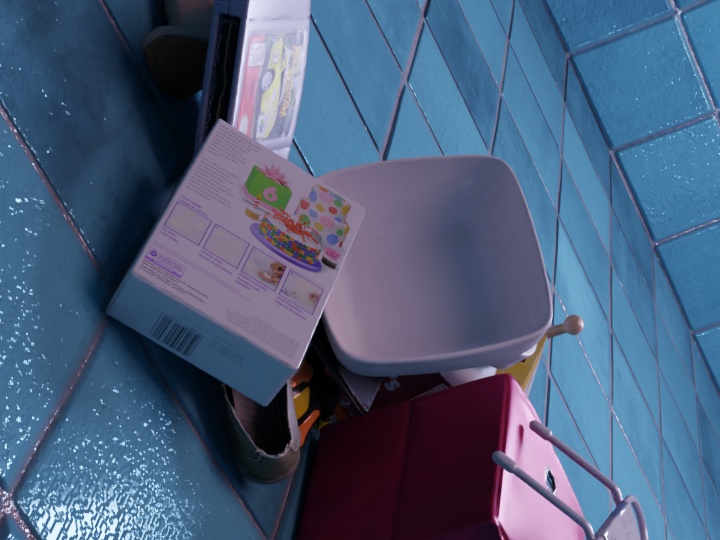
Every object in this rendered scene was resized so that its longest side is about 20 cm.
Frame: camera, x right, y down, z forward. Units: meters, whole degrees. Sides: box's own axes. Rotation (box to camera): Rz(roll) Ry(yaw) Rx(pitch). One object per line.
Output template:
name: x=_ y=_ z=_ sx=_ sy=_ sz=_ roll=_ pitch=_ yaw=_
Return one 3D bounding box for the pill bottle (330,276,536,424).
pill bottle: x=0.059 y=0.078 z=1.489 sx=0.109 sy=0.199 sz=0.110 roll=39 pitch=35 yaw=-35

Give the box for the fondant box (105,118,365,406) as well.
fondant box: x=-0.093 y=-0.010 z=1.243 sx=0.144 sy=0.058 sz=0.201 roll=31 pitch=44 yaw=-8

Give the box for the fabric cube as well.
fabric cube: x=0.075 y=0.244 z=1.392 sx=0.197 sy=0.199 sz=0.200 roll=62 pitch=22 yaw=-26

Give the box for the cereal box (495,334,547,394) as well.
cereal box: x=0.131 y=0.154 z=1.578 sx=0.144 sy=0.039 sz=0.200 roll=-62 pitch=170 yaw=-23

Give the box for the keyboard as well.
keyboard: x=-0.039 y=0.022 z=1.382 sx=0.201 sy=0.021 sz=0.127 roll=58 pitch=25 yaw=-14

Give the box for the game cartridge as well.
game cartridge: x=-0.091 y=-0.162 z=1.373 sx=0.133 sy=0.041 sz=0.201 roll=-29 pitch=131 yaw=-66

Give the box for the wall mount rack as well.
wall mount rack: x=0.180 y=0.214 z=1.314 sx=0.200 sy=0.074 sz=0.175 roll=-20 pitch=95 yaw=-69

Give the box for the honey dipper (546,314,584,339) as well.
honey dipper: x=0.155 y=0.088 z=1.766 sx=0.038 sy=0.199 sz=0.038 roll=55 pitch=24 yaw=-39

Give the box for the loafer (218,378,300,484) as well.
loafer: x=-0.086 y=0.071 z=1.283 sx=0.070 sy=0.075 sz=0.201 roll=135 pitch=-62 yaw=-72

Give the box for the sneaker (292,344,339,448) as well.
sneaker: x=-0.047 y=0.093 z=1.423 sx=0.200 sy=0.070 sz=0.091 roll=-47 pitch=122 yaw=-65

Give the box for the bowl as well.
bowl: x=0.053 y=0.004 z=1.373 sx=0.075 sy=0.199 sz=0.201 roll=98 pitch=-17 yaw=-57

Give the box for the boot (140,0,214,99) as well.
boot: x=-0.156 y=-0.230 z=1.452 sx=0.200 sy=0.070 sz=0.147 roll=30 pitch=37 yaw=-64
